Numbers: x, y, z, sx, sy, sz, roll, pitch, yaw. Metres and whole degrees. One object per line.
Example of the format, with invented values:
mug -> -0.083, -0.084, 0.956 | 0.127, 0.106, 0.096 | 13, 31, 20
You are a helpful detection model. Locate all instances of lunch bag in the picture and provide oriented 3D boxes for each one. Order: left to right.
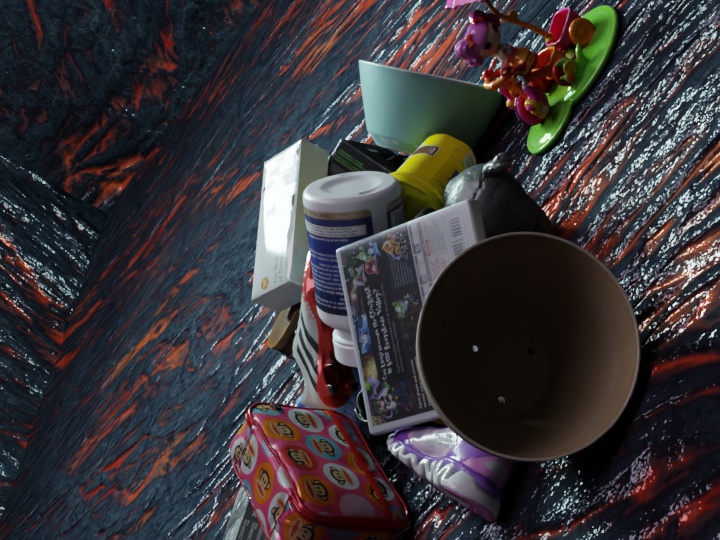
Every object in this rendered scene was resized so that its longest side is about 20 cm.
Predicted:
lunch bag -> -0.037, 0.234, 1.537 | 0.082, 0.175, 0.200 | -62, 38, 23

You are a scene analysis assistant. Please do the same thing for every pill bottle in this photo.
pill bottle -> 0.000, 0.000, 1.574 | 0.111, 0.110, 0.202 | -122, 24, -69

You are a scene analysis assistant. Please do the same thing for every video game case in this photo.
video game case -> 0.064, 0.050, 1.430 | 0.181, 0.023, 0.202 | -20, 76, 37

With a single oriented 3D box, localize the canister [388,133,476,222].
canister -> 0.067, -0.071, 1.700 | 0.150, 0.086, 0.200 | -69, -9, 27

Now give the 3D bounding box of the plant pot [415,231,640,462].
plant pot -> 0.141, 0.078, 1.289 | 0.135, 0.199, 0.202 | 114, 180, -77

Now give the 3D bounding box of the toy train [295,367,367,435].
toy train -> -0.007, 0.140, 1.720 | 0.201, 0.086, 0.114 | -60, 25, 0

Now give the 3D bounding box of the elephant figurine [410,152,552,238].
elephant figurine -> 0.107, -0.007, 1.524 | 0.201, 0.155, 0.141 | -52, 26, -13

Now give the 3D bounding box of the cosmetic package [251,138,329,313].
cosmetic package -> -0.088, -0.056, 1.758 | 0.082, 0.050, 0.202 | -28, 49, 45

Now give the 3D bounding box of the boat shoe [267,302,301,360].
boat shoe -> -0.039, 0.025, 1.755 | 0.201, 0.070, 0.071 | -58, 20, 18

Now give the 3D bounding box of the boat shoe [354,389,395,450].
boat shoe -> 0.027, 0.145, 1.579 | 0.202, 0.062, 0.074 | 105, 176, -64

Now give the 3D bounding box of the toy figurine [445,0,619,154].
toy figurine -> 0.177, -0.267, 1.655 | 0.202, 0.183, 0.150 | -65, 19, -9

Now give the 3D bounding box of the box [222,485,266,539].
box -> -0.146, 0.349, 1.785 | 0.158, 0.049, 0.202 | 123, 167, -60

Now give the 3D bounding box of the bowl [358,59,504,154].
bowl -> 0.085, -0.205, 1.845 | 0.201, 0.199, 0.106 | -140, 60, -71

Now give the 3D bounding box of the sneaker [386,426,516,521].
sneaker -> 0.099, 0.181, 1.409 | 0.089, 0.080, 0.200 | -57, 23, -8

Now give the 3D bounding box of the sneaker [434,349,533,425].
sneaker -> 0.124, 0.081, 1.470 | 0.200, 0.074, 0.091 | -42, 33, 43

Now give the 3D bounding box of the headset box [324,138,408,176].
headset box -> -0.002, -0.072, 1.862 | 0.201, 0.092, 0.174 | -59, -18, 11

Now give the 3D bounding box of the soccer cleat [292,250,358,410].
soccer cleat -> -0.049, 0.066, 1.670 | 0.085, 0.068, 0.202 | -17, 75, 49
